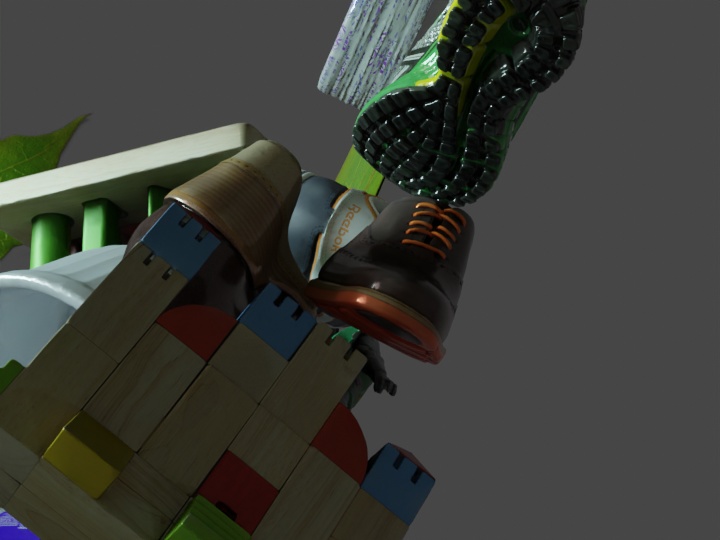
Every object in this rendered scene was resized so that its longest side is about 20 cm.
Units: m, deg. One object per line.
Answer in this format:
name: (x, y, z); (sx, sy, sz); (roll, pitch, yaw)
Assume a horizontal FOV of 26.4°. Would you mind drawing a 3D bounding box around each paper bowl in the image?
paper bowl: (0.045, -0.235, 1.381); (0.201, 0.104, 0.201); (-157, 90, -85)

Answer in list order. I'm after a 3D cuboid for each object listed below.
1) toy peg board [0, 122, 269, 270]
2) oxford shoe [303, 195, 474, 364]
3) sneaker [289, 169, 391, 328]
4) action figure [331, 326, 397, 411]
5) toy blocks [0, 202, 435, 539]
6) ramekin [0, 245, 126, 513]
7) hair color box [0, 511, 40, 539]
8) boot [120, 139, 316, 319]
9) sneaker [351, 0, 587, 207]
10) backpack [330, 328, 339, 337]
toy peg board: (-0.118, 0.007, 1.023); (0.199, 0.199, 0.098); (42, -139, -58)
oxford shoe: (0.019, -0.004, 0.743); (0.073, 0.071, 0.200); (-61, 5, 4)
sneaker: (0.000, 0.000, 0.965); (0.079, 0.079, 0.200); (-66, -20, -6)
action figure: (-0.020, 0.071, 0.830); (0.118, 0.055, 0.200); (-51, -3, 16)
toy blocks: (-0.052, 0.067, 0.595); (0.137, 0.200, 0.100); (-53, 4, -41)
ramekin: (-0.145, 0.082, 0.885); (0.098, 0.200, 0.201); (-30, -27, -51)
hair color box: (-0.155, 0.171, 0.688); (0.200, 0.065, 0.110); (-19, -76, -64)
boot: (-0.094, 0.040, 0.728); (0.166, 0.072, 0.200); (-48, -16, -26)
sneaker: (0.063, -0.103, 0.783); (0.200, 0.078, 0.085); (-46, 12, 51)
backpack: (-0.096, 0.104, 1.205); (0.200, 0.154, 0.163); (-38, 22, 31)
